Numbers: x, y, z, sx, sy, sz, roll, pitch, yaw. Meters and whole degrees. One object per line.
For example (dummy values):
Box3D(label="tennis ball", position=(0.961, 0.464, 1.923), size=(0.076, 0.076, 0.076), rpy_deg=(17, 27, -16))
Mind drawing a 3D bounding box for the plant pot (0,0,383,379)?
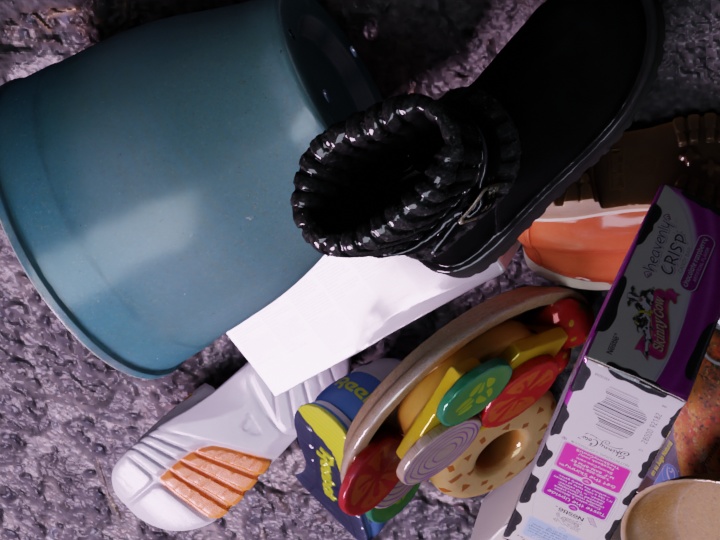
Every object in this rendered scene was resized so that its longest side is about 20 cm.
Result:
Box3D(label="plant pot", position=(-0.086, -0.067, 1.096), size=(0.188, 0.200, 0.200), rpy_deg=(-28, 116, 18))

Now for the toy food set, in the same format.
Box3D(label="toy food set", position=(0.067, 0.087, 1.167), size=(0.049, 0.198, 0.200), rpy_deg=(51, 134, 23))

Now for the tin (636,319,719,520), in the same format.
Box3D(label="tin", position=(0.209, 0.076, 1.171), size=(0.112, 0.042, 0.200), rpy_deg=(35, 139, 15))

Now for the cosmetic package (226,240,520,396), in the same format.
Box3D(label="cosmetic package", position=(0.000, 0.000, 1.190), size=(0.200, 0.051, 0.083), rpy_deg=(-30, 105, 33))

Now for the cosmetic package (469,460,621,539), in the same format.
Box3D(label="cosmetic package", position=(0.184, 0.206, 1.291), size=(0.200, 0.071, 0.105), rpy_deg=(32, 132, -8))

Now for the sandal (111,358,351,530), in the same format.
Box3D(label="sandal", position=(-0.084, 0.108, 1.320), size=(0.207, 0.059, 0.079), rpy_deg=(-38, 99, 17))

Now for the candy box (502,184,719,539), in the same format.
Box3D(label="candy box", position=(0.150, 0.066, 1.061), size=(0.061, 0.136, 0.200), rpy_deg=(24, 143, 8))

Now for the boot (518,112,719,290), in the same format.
Box3D(label="boot", position=(0.183, -0.034, 1.104), size=(0.200, 0.075, 0.107), rpy_deg=(2, 144, 16))

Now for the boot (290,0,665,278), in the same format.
Box3D(label="boot", position=(0.067, -0.084, 0.995), size=(0.079, 0.158, 0.211), rpy_deg=(40, 101, 27))

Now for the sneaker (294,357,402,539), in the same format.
Box3D(label="sneaker", position=(0.005, 0.126, 1.286), size=(0.074, 0.082, 0.200), rpy_deg=(40, 158, 15))

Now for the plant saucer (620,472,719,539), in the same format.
Box3D(label="plant saucer", position=(0.259, 0.189, 1.160), size=(0.200, 0.035, 0.200), rpy_deg=(26, 145, 20))
